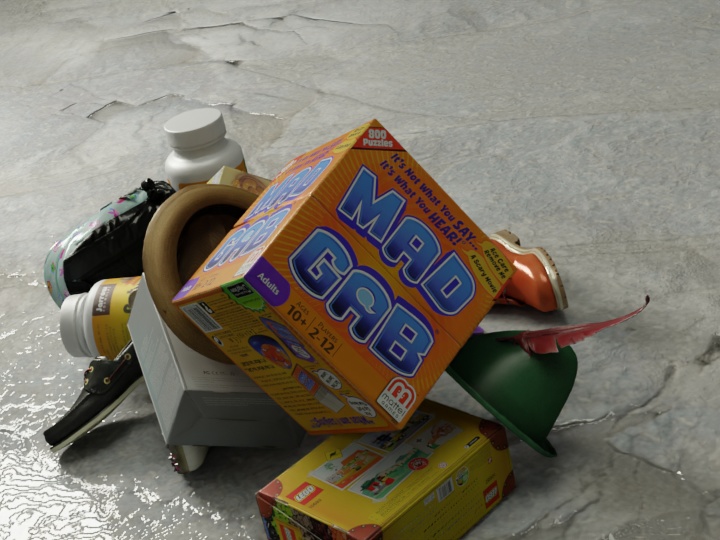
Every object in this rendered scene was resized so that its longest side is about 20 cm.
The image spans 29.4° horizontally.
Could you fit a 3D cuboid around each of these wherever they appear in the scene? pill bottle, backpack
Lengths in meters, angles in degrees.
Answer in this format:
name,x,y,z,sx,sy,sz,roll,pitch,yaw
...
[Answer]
name,x,y,z,sx,sy,sz,roll,pitch,yaw
pill bottle,-0.207,-0.116,1.895,0.110,0.202,0.111,-10,26,5
backpack,-0.318,-0.010,1.818,0.199,0.168,0.126,-33,13,-29
pill bottle,-0.262,0.061,1.677,0.198,0.110,0.109,-5,27,16

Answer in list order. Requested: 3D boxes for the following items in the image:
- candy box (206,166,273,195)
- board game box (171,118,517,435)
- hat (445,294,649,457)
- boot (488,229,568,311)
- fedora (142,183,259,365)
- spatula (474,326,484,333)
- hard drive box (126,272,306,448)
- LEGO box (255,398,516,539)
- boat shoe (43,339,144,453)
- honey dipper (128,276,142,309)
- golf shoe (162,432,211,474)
name,x,y,z,sx,sy,sz,roll,pitch,yaw
candy box,-0.129,-0.075,1.653,0.114,0.056,0.200,16,-6,-11
board game box,-0.018,0.014,1.300,0.200,0.200,0.200,-51,15,-23
hat,0.185,0.066,1.328,0.176,0.165,0.200,-50,50,5
boot,0.169,0.017,1.618,0.106,0.076,0.200,-24,20,-14
fedora,-0.143,0.011,1.420,0.200,0.201,0.082,-32,-7,-33
spatula,0.062,0.082,1.542,0.199,0.021,0.056,-22,33,-40
hard drive box,-0.150,0.095,1.473,0.155,0.077,0.201,6,34,-27
LEGO box,0.026,0.208,1.293,0.148,0.078,0.199,15,38,44
boat shoe,-0.286,0.126,1.564,0.201,0.063,0.074,-43,7,-16
honey dipper,-0.226,-0.007,1.636,0.038,0.038,0.200,-5,25,16
golf shoe,-0.168,0.148,1.504,0.091,0.073,0.200,-10,27,6
